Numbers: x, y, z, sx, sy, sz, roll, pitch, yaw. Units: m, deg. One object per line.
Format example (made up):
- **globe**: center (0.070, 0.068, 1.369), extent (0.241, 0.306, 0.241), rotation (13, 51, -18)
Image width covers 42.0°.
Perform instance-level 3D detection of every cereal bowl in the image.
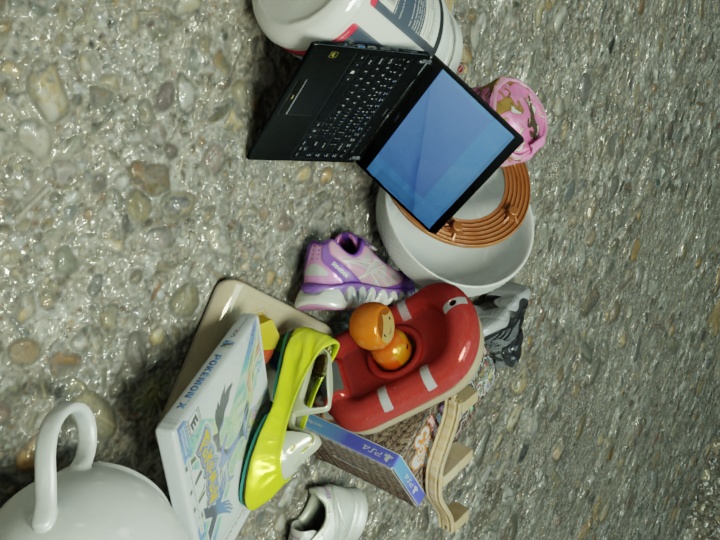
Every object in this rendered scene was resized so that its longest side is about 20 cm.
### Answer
- **cereal bowl**: center (0.106, -0.056, 1.136), extent (0.200, 0.200, 0.083), rotation (-46, 178, -31)

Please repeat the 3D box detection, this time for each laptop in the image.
- **laptop**: center (0.018, -0.120, 0.911), extent (0.199, 0.104, 0.177), rotation (-2, 152, -31)

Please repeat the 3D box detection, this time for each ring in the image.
- **ring**: center (0.116, -0.121, 1.112), extent (0.200, 0.200, 0.019), rotation (-46, 177, -32)

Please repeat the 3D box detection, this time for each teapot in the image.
- **teapot**: center (-0.232, 0.236, 0.817), extent (0.197, 0.200, 0.146), rotation (33, 33, -19)

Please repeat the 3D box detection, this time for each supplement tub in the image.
- **supplement tub**: center (0.002, -0.250, 0.925), extent (0.200, 0.140, 0.141), rotation (23, 85, -54)

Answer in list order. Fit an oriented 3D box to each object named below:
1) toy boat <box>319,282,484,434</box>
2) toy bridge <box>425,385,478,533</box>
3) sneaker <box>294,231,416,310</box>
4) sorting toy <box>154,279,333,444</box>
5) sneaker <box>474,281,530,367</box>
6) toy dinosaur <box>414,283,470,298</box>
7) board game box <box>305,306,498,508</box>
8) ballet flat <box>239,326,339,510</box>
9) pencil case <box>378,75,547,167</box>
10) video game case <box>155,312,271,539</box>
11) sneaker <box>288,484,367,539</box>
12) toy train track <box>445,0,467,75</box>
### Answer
- **toy boat**: center (0.032, 0.080, 1.023), extent (0.199, 0.131, 0.131), rotation (-28, 137, 9)
- **toy bridge**: center (0.102, 0.223, 1.077), extent (0.067, 0.027, 0.201), rotation (-31, 131, -42)
- **sneaker**: center (0.000, 0.000, 1.089), extent (0.200, 0.080, 0.089), rotation (0, 86, -56)
- **sorting toy**: center (-0.114, 0.123, 1.016), extent (0.200, 0.036, 0.186), rotation (31, 79, -53)
- **sneaker**: center (0.189, 0.099, 1.366), extent (0.200, 0.075, 0.115), rotation (-31, 125, -48)
- **toy dinosaur**: center (0.107, 0.001, 1.218), extent (0.102, 0.077, 0.200), rotation (-36, 125, 6)
- **board game box**: center (0.043, 0.152, 1.130), extent (0.200, 0.159, 0.097), rotation (-55, 140, -23)
- **ballet flat**: center (-0.067, 0.152, 0.969), extent (0.067, 0.067, 0.201), rotation (67, 35, -60)
- **pencil case**: center (0.101, -0.138, 0.985), extent (0.086, 0.200, 0.083), rotation (24, 68, -31)
- **video game case**: center (-0.132, 0.174, 0.917), extent (0.183, 0.022, 0.201), rotation (-59, 150, -53)
- **sneaker**: center (-0.063, 0.361, 1.168), extent (0.099, 0.075, 0.201), rotation (23, 81, -40)
- **toy train track**: center (0.112, -0.308, 1.136), extent (0.114, 0.032, 0.201), rotation (-14, 114, -50)
